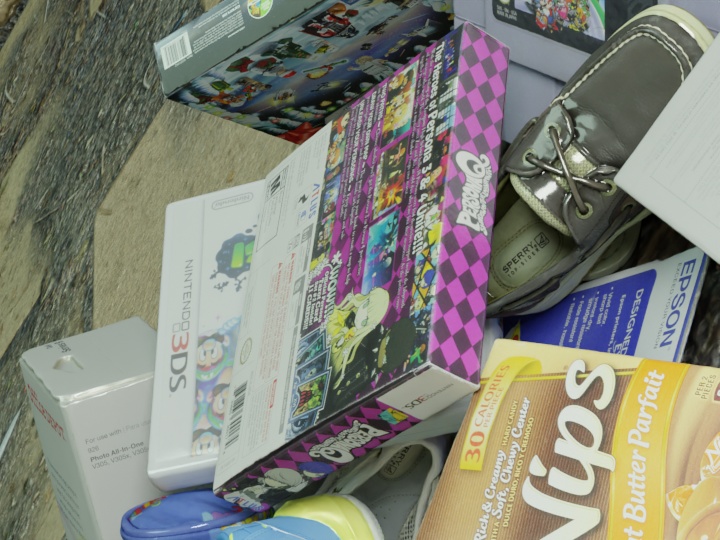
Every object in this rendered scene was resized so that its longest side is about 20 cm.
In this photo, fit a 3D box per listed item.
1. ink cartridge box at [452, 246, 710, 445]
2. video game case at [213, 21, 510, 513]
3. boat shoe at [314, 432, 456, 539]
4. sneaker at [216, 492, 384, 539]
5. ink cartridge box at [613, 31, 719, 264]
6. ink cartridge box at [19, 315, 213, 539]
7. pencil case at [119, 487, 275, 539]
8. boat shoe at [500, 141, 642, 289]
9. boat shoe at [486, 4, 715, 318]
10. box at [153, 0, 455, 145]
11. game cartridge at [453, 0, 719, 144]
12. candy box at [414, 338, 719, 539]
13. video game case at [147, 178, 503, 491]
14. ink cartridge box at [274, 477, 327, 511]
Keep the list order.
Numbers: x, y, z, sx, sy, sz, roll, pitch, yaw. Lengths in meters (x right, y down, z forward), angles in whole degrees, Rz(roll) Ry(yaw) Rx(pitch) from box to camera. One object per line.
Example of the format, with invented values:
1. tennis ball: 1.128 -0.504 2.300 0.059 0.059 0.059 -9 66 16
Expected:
1. ink cartridge box: 0.102 0.099 0.993 0.200 0.047 0.199 -19 48 60
2. video game case: 0.000 0.000 1.013 0.181 0.036 0.201 -35 38 45
3. boat shoe: -0.007 0.156 1.108 0.069 0.070 0.201 -83 14 -67
4. sneaker: -0.030 0.213 1.014 0.076 0.104 0.201 -45 52 55
5. ink cartridge box: 0.199 -0.029 0.845 0.104 0.059 0.200 -54 34 7
6. ink cartridge box: -0.132 0.143 1.227 0.145 0.087 0.202 -155 48 -69
7. pencil case: -0.066 0.212 1.092 0.078 0.086 0.202 13 119 63
8. boat shoe: 0.114 -0.052 1.116 0.071 0.061 0.202 -15 43 3
9. boat shoe: 0.101 -0.040 0.972 0.066 0.072 0.201 -31 -17 -45
10. box: -0.002 -0.143 1.184 0.199 0.137 0.040 -27 66 31
11. game cartridge: 0.116 -0.108 1.020 0.200 0.038 0.131 29 135 47
12. candy box: 0.120 0.099 0.844 0.199 0.055 0.116 7 68 48
13. video game case: -0.019 0.019 1.105 0.199 0.024 0.183 -13 53 18
14. ink cartridge box: -0.026 0.091 1.249 0.148 0.082 0.200 -64 20 -1
